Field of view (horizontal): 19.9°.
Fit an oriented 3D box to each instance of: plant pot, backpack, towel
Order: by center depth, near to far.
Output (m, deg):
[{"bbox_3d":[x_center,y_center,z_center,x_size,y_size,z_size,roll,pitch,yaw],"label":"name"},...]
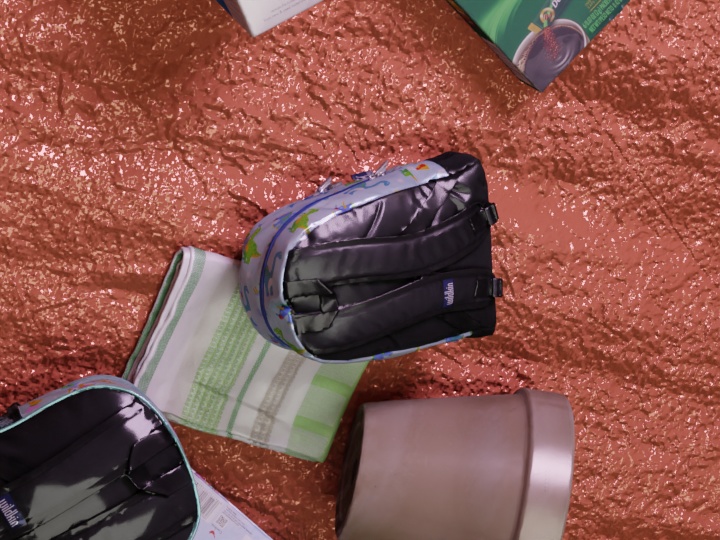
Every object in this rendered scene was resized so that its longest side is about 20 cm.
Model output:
[{"bbox_3d":[-0.227,0.179,1.621,0.199,0.153,0.177,-29,91,0],"label":"backpack"},{"bbox_3d":[0.000,0.000,1.660,0.199,0.153,0.165,-26,118,-40],"label":"backpack"},{"bbox_3d":[-0.088,0.075,1.715,0.199,0.031,0.150,19,104,-26],"label":"towel"},{"bbox_3d":[0.073,0.187,1.744,0.172,0.200,0.202,11,107,-8],"label":"plant pot"}]

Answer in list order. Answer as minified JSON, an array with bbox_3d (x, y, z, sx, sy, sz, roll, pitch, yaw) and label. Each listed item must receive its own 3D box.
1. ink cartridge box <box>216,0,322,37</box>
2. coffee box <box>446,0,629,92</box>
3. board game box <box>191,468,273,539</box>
[{"bbox_3d":[-0.104,-0.286,1.515,0.067,0.116,0.201,-28,117,-7],"label":"ink cartridge box"},{"bbox_3d":[0.119,-0.252,1.652,0.123,0.044,0.200,-45,119,1],"label":"coffee box"},{"bbox_3d":[-0.133,0.306,1.713,0.200,0.041,0.200,42,76,-4],"label":"board game box"}]
